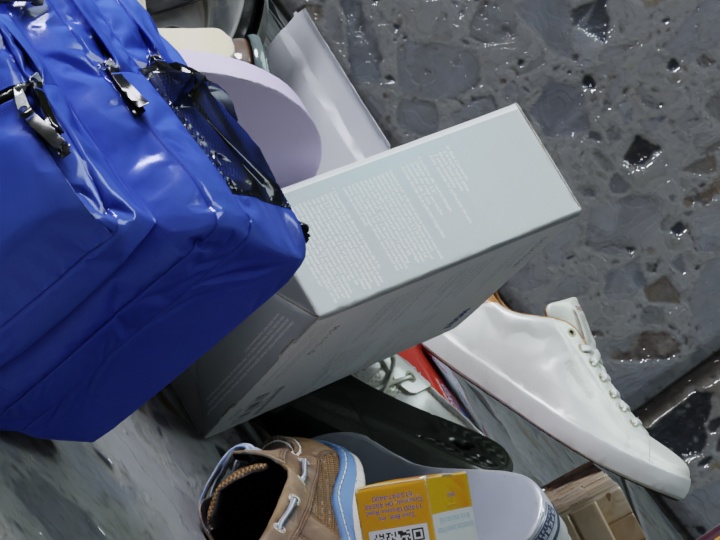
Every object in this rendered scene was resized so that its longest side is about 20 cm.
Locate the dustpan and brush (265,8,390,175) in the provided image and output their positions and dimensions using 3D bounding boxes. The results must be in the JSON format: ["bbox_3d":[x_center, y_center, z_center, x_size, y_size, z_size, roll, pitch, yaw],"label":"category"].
[{"bbox_3d":[-0.054,-0.044,1.603,0.057,0.200,0.140,17,34,-47],"label":"dustpan and brush"}]

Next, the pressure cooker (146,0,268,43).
[{"bbox_3d":[-0.145,-0.167,1.568,0.178,0.176,0.200,34,-2,-1],"label":"pressure cooker"}]

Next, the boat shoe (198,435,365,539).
[{"bbox_3d":[-0.041,0.120,1.317,0.072,0.072,0.200,30,5,-16],"label":"boat shoe"}]

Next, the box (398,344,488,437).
[{"bbox_3d":[0.032,0.124,1.679,0.100,0.095,0.200,49,9,-40],"label":"box"}]

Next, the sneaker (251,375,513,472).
[{"bbox_3d":[-0.015,0.122,1.521,0.199,0.114,0.076,25,19,19],"label":"sneaker"}]

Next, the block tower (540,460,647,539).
[{"bbox_3d":[0.142,0.162,1.603,0.058,0.054,0.200,63,1,-1],"label":"block tower"}]

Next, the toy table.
[{"bbox_3d":[-0.133,-0.088,1.379,0.200,0.184,0.117,9,35,-37],"label":"toy table"}]

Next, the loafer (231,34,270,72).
[{"bbox_3d":[-0.081,-0.041,1.512,0.072,0.063,0.200,-108,-165,-60],"label":"loafer"}]

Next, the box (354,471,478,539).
[{"bbox_3d":[0.041,0.199,1.249,0.119,0.041,0.201,18,64,-78],"label":"box"}]

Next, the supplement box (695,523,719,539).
[{"bbox_3d":[0.174,0.256,1.527,0.110,0.200,0.086,59,4,36],"label":"supplement box"}]

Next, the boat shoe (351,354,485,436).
[{"bbox_3d":[0.000,0.075,1.580,0.200,0.071,0.069,29,-33,24],"label":"boat shoe"}]

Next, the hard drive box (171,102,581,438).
[{"bbox_3d":[0.000,0.000,1.442,0.200,0.156,0.077,-21,75,-38],"label":"hard drive box"}]

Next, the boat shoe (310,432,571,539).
[{"bbox_3d":[0.031,0.143,1.423,0.200,0.074,0.065,12,-28,43],"label":"boat shoe"}]

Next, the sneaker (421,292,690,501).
[{"bbox_3d":[0.141,0.069,1.666,0.200,0.085,0.073,35,0,8],"label":"sneaker"}]

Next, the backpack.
[{"bbox_3d":[-0.145,-0.053,1.126,0.200,0.162,0.168,57,11,22],"label":"backpack"}]
